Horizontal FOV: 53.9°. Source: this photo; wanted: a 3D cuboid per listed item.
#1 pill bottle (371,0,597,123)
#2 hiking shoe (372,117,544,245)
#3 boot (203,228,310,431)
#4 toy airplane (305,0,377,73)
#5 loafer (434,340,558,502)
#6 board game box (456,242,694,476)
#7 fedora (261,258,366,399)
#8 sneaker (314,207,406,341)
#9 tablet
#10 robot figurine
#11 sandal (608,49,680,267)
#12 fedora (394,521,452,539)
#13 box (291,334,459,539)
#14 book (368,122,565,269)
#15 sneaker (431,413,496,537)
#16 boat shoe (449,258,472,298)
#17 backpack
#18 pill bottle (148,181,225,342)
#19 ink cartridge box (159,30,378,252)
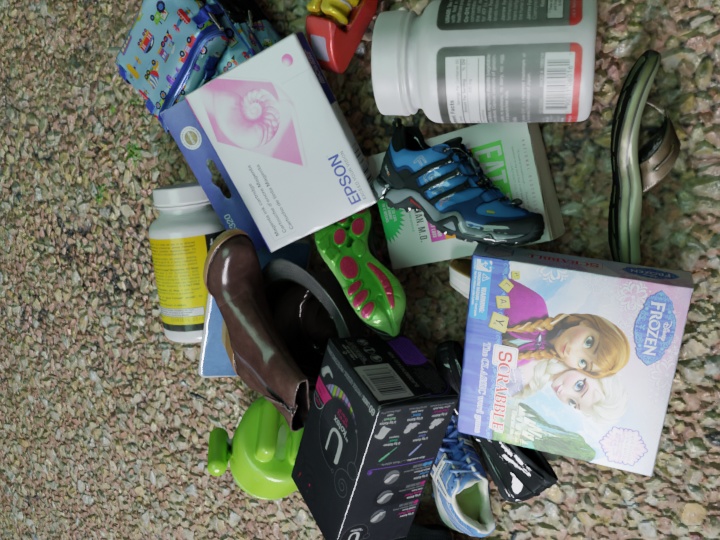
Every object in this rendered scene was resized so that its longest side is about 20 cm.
[{"bbox_3d":[0.116,-0.198,0.667,0.196,0.114,0.116,3,105,15],"label":"pill bottle"},{"bbox_3d":[0.096,-0.087,0.710,0.198,0.074,0.088,25,114,31],"label":"hiking shoe"},{"bbox_3d":[-0.106,0.068,0.804,0.166,0.072,0.202,41,143,34],"label":"boot"},{"bbox_3d":[-0.016,-0.334,0.722,0.199,0.140,0.202,-31,79,39],"label":"toy airplane"},{"bbox_3d":[0.152,0.163,0.800,0.070,0.068,0.202,-30,91,25],"label":"loafer"},{"bbox_3d":[0.200,0.085,0.691,0.196,0.041,0.203,9,114,18],"label":"board game box"},{"bbox_3d":[-0.051,0.063,0.878,0.176,0.090,0.202,41,135,20],"label":"fedora"},{"bbox_3d":[0.000,0.000,0.812,0.076,0.084,0.202,-20,50,1],"label":"sneaker"},{"bbox_3d":[-0.139,0.050,0.925,0.014,0.128,0.203,-133,50,-56],"label":"tablet"},{"bbox_3d":[-0.111,0.233,0.929,0.201,0.172,0.117,121,154,-59],"label":"robot figurine"},{"bbox_3d":[0.265,-0.100,0.660,0.056,0.080,0.204,1,110,14],"label":"sandal"},{"bbox_3d":[0.060,0.359,0.879,0.198,0.200,0.093,-8,63,33],"label":"fedora"},{"bbox_3d":[0.009,0.187,0.781,0.122,0.105,0.203,46,129,48],"label":"box"},{"bbox_3d":[0.109,-0.084,0.775,0.198,0.048,0.136,-11,96,37],"label":"book"},{"bbox_3d":[0.109,0.211,0.816,0.203,0.075,0.077,68,162,-7],"label":"sneaker"},{"bbox_3d":[0.173,0.057,0.752,0.198,0.071,0.070,31,120,18],"label":"boat shoe"},{"bbox_3d":[-0.171,-0.232,0.854,0.182,0.134,0.201,-43,80,32],"label":"backpack"},{"bbox_3d":[-0.223,-0.014,0.957,0.111,0.112,0.204,2,104,31],"label":"pill bottle"},{"bbox_3d":[-0.105,-0.127,0.789,0.198,0.043,0.198,-24,106,18],"label":"ink cartridge box"}]
